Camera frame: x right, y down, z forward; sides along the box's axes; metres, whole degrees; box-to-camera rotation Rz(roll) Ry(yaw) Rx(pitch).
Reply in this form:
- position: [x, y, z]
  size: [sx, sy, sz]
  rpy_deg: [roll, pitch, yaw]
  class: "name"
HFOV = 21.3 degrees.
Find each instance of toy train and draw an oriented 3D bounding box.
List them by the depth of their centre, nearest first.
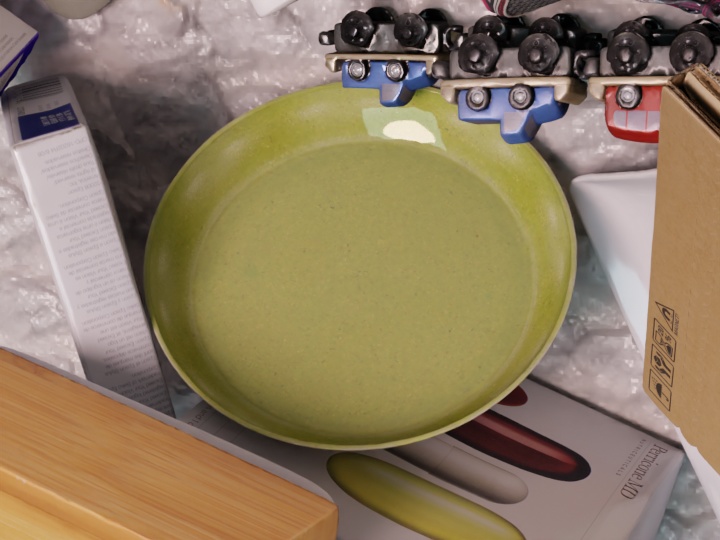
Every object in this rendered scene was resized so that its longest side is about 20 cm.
- position: [0.125, -0.076, 0.810]
  size: [0.198, 0.034, 0.046]
  rpy_deg: [3, 92, 23]
  class: "toy train"
- position: [0.072, -0.095, 0.879]
  size: [0.198, 0.034, 0.046]
  rpy_deg: [6, 104, 24]
  class: "toy train"

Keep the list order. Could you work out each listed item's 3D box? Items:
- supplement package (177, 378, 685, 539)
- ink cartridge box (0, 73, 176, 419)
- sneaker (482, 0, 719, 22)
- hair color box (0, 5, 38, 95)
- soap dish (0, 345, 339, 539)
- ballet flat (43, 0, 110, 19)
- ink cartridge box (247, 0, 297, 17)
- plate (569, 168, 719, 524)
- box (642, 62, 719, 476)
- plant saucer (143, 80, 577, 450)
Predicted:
- position: [0.018, 0.140, 0.911]
  size: [0.199, 0.191, 0.148]
  rpy_deg: [24, 120, 16]
  class: "supplement package"
- position: [-0.129, 0.014, 0.944]
  size: [0.040, 0.200, 0.202]
  rpy_deg: [-16, 106, -8]
  class: "ink cartridge box"
- position: [0.138, -0.135, 0.796]
  size: [0.198, 0.080, 0.076]
  rpy_deg: [-9, 87, 30]
  class: "sneaker"
- position: [-0.265, -0.134, 0.921]
  size: [0.199, 0.110, 0.065]
  rpy_deg: [37, 116, -8]
  class: "hair color box"
- position: [-0.113, 0.134, 0.815]
  size: [0.199, 0.081, 0.159]
  rpy_deg: [22, 118, 21]
  class: "soap dish"
- position: [-0.123, -0.200, 0.919]
  size: [0.067, 0.064, 0.201]
  rpy_deg: [39, 122, 7]
  class: "ballet flat"
- position: [0.040, -0.184, 0.817]
  size: [0.199, 0.109, 0.051]
  rpy_deg: [-28, 97, 32]
  class: "ink cartridge box"
- position: [0.180, 0.039, 0.829]
  size: [0.201, 0.032, 0.199]
  rpy_deg: [64, 164, -7]
  class: "plate"
- position: [0.171, 0.039, 0.762]
  size: [0.164, 0.021, 0.201]
  rpy_deg: [51, 159, 35]
  class: "box"
- position: [0.000, 0.000, 0.884]
  size: [0.198, 0.201, 0.031]
  rpy_deg: [22, 151, 17]
  class: "plant saucer"
